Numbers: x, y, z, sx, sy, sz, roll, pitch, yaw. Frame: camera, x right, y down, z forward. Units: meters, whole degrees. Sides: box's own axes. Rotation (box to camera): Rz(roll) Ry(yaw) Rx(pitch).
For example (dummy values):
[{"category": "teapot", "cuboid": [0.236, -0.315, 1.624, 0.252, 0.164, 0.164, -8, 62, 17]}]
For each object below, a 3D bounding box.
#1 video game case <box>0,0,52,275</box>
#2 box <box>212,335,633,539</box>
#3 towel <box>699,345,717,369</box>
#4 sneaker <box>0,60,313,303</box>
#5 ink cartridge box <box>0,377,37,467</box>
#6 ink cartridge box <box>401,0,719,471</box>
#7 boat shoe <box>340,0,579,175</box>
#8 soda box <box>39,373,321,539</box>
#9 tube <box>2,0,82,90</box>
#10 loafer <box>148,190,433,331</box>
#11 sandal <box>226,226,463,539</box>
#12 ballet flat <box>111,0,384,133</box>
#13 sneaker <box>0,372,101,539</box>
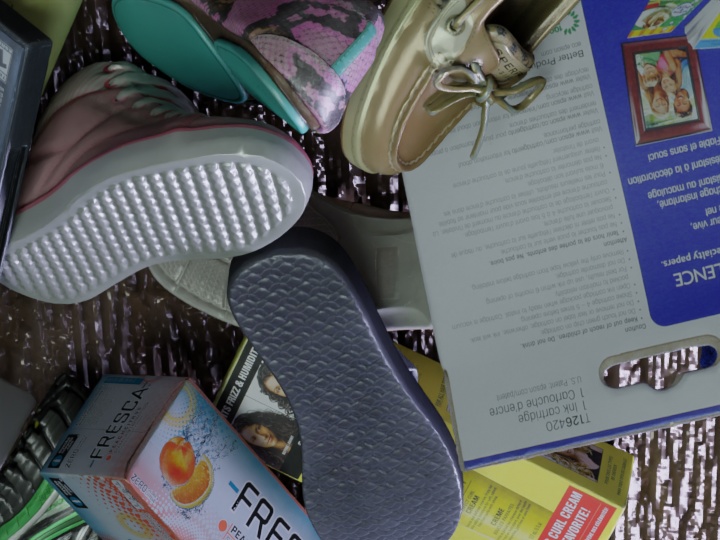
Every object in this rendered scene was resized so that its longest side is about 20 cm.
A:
[{"category": "video game case", "cuboid": [-0.209, -0.053, 1.196, 0.143, 0.019, 0.201, 38, 127, 30]}, {"category": "box", "cuboid": [0.028, 0.086, 1.267, 0.199, 0.050, 0.075, 26, 121, -4]}, {"category": "towel", "cuboid": [0.245, 0.065, 1.174, 0.200, 0.112, 0.049, 34, 120, -7]}, {"category": "sneaker", "cuboid": [-0.090, -0.057, 1.166, 0.075, 0.105, 0.200, 34, 147, -30]}, {"category": "ink cartridge box", "cuboid": [-0.273, 0.068, 1.282, 0.199, 0.116, 0.068, 27, 121, -3]}, {"category": "ink cartridge box", "cuboid": [0.119, -0.031, 1.136, 0.197, 0.047, 0.201, -13, 85, 17]}, {"category": "boat shoe", "cuboid": [0.065, -0.117, 1.098, 0.063, 0.073, 0.200, 38, 100, 21]}, {"category": "soda box", "cuboid": [-0.064, 0.137, 1.271, 0.068, 0.064, 0.200, 0, 137, 44]}, {"category": "tube", "cuboid": [-0.184, -0.064, 1.211, 0.052, 0.058, 0.200, 15, 123, -23]}, {"category": "loafer", "cuboid": [0.000, 0.000, 1.221, 0.199, 0.063, 0.072, 5, 85, 12]}, {"category": "sandal", "cuboid": [-0.001, 0.057, 1.198, 0.076, 0.043, 0.201, -12, 125, 10]}, {"category": "ballet flat", "cuboid": [-0.042, -0.107, 1.129, 0.071, 0.200, 0.069, -41, 116, -11]}, {"category": "sneaker", "cuboid": [-0.164, 0.151, 1.328, 0.085, 0.078, 0.200, 31, 120, -7]}]
